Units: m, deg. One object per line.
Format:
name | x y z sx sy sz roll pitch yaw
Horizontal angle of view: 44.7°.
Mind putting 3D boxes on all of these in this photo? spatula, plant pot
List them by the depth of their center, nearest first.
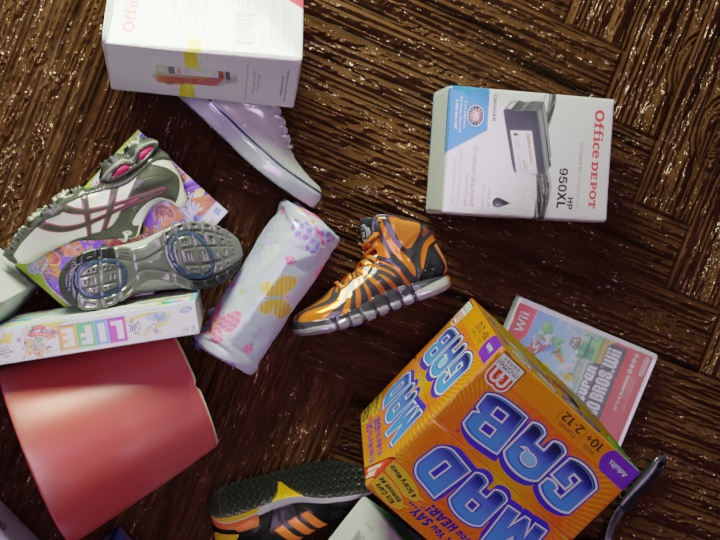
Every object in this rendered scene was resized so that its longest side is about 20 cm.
plant pot | -0.260 0.159 0.933 0.177 0.200 0.201 -24 97 -17
spatula | 0.326 0.315 1.108 0.056 0.021 0.200 37 86 -22

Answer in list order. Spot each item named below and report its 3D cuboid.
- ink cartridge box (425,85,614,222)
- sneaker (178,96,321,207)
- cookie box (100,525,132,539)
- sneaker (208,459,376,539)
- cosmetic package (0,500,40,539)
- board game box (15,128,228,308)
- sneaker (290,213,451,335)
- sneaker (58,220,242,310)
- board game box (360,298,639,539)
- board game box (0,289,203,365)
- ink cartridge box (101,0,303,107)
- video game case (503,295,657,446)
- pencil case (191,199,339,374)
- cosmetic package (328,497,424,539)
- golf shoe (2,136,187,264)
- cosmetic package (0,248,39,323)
ink cartridge box | 0.185 -0.133 1.024 0.199 0.084 0.145 2 94 -9
sneaker | -0.111 -0.155 0.983 0.200 0.073 0.071 42 90 -9
cookie box | -0.304 0.424 0.993 0.200 0.075 0.171 -38 98 -4
sneaker | -0.076 0.287 1.031 0.199 0.070 0.090 -8 116 -11
cosmetic package | -0.448 0.365 0.970 0.200 0.074 0.102 -41 99 -6
board game box | -0.265 -0.038 0.982 0.134 0.045 0.200 42 87 -9
sneaker | 0.000 0.000 1.017 0.199 0.078 0.113 -21 93 -17
sneaker | -0.224 -0.008 0.933 0.199 0.087 0.075 -10 94 -27
board game box | 0.139 0.188 0.967 0.200 0.200 0.200 42 98 -9
board game box | -0.264 0.055 0.898 0.199 0.134 0.034 -8 95 -7
ink cartridge box | -0.163 -0.264 0.935 0.199 0.084 0.146 4 63 -9
video game case | 0.256 0.134 1.088 0.199 0.017 0.144 22 91 -9
pencil case | -0.106 0.019 0.990 0.083 0.091 0.200 34 89 -27
cosmetic package | 0.063 0.358 0.993 0.200 0.108 0.085 41 85 -30
golf shoe | -0.278 -0.056 0.919 0.200 0.077 0.088 -36 105 -4
cosmetic package | -0.406 0.036 0.887 0.085 0.200 0.108 41 87 -9
